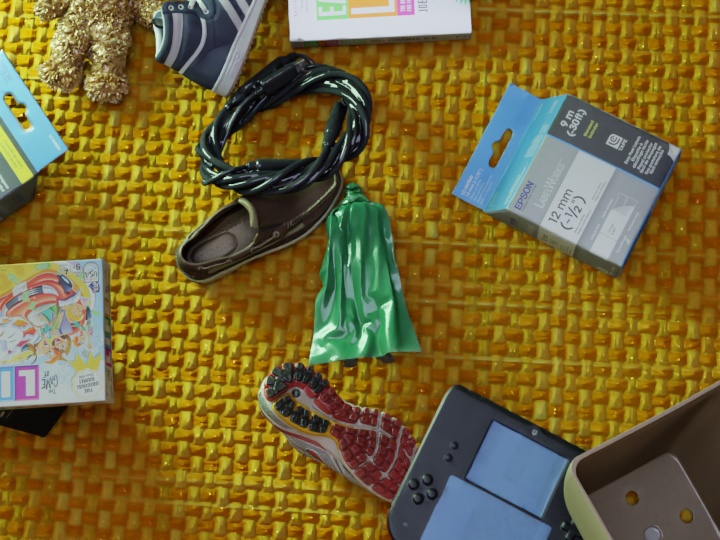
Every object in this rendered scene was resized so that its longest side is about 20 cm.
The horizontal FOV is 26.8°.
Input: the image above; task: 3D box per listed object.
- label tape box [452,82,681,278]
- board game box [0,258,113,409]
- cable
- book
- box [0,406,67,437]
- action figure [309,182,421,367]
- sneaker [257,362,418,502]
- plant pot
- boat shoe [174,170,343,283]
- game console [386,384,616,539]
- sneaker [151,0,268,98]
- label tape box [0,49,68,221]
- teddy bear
[{"bbox_3d":[0.216,-0.103,1.597,0.200,0.066,0.143,28,82,7],"label":"label tape box"},{"bbox_3d":[-0.334,0.063,1.420,0.199,0.034,0.135,-4,81,3],"label":"board game box"},{"bbox_3d":[-0.084,-0.143,1.613,0.200,0.051,0.163,-40,59,-16],"label":"cable"},{"bbox_3d":[0.020,-0.316,1.667,0.199,0.048,0.134,-3,83,2],"label":"book"},{"bbox_3d":[-0.390,0.064,1.542,0.200,0.198,0.123,35,85,10],"label":"box"},{"bbox_3d":[0.000,0.000,1.599,0.118,0.055,0.200,-5,72,5],"label":"action figure"},{"bbox_3d":[-0.020,0.169,1.563,0.200,0.082,0.078,39,64,-4],"label":"sneaker"},{"bbox_3d":[0.308,0.243,1.454,0.200,0.177,0.200,-26,78,-14],"label":"plant pot"},{"bbox_3d":[-0.106,-0.053,1.606,0.202,0.075,0.075,-36,79,-3],"label":"boat shoe"},{"bbox_3d":[0.141,0.235,1.534,0.200,0.031,0.177,28,83,-4],"label":"game console"},{"bbox_3d":[-0.158,-0.299,1.644,0.108,0.070,0.200,20,81,-14],"label":"sneaker"},{"bbox_3d":[-0.428,-0.121,1.650,0.200,0.063,0.144,-34,78,-3],"label":"label tape box"},{"bbox_3d":[-0.288,-0.283,1.669,0.145,0.067,0.200,29,83,7],"label":"teddy bear"}]
